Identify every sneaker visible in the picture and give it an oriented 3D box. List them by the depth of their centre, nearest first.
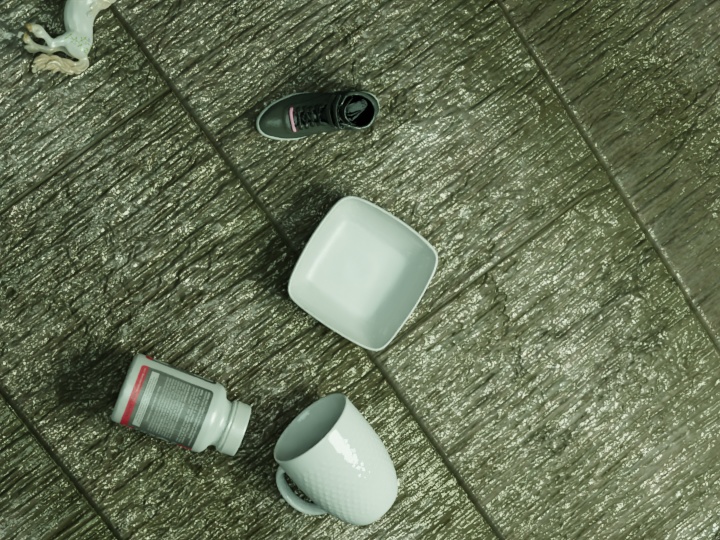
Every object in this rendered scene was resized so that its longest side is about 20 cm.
[{"bbox_3d":[-0.062,-0.242,1.634,0.198,0.099,0.072,-9,99,-6],"label":"sneaker"}]

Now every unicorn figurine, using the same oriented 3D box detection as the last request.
[{"bbox_3d":[-0.425,-0.390,1.586,0.136,0.074,0.202,8,109,-18],"label":"unicorn figurine"}]

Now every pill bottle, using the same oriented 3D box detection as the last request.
[{"bbox_3d":[-0.274,0.213,1.643,0.198,0.111,0.112,22,92,-10],"label":"pill bottle"}]

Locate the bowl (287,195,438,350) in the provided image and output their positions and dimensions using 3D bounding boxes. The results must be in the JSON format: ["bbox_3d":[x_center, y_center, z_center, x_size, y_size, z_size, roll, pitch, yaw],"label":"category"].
[{"bbox_3d":[0.000,0.000,1.680,0.199,0.075,0.201,33,91,-10],"label":"bowl"}]

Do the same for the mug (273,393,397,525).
[{"bbox_3d":[-0.046,0.319,1.683,0.199,0.148,0.176,-31,109,26],"label":"mug"}]
